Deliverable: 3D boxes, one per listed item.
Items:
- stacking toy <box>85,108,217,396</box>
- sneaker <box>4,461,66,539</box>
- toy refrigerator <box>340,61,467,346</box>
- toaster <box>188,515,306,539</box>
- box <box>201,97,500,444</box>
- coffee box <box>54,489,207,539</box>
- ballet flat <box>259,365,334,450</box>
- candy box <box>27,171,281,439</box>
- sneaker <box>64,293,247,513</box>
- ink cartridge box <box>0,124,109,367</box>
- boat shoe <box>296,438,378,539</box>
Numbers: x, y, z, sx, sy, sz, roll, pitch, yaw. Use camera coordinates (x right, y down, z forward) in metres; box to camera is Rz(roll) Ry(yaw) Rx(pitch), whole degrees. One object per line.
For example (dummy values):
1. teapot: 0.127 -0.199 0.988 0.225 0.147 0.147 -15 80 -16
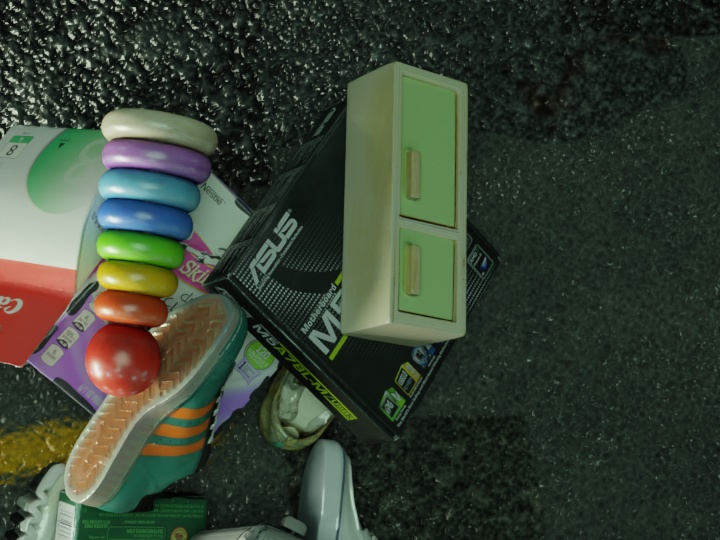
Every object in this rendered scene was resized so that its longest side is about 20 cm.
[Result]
1. stacking toy: -0.157 -0.010 1.021 0.084 0.085 0.202 8 84 -3
2. sneaker: -0.255 0.255 1.148 0.080 0.075 0.202 14 88 -17
3. toy refrigerator: 0.036 -0.050 1.086 0.075 0.070 0.202 12 73 -35
4. toaster: -0.091 0.284 1.071 0.113 0.129 0.201 29 60 -19
5. box: 0.000 0.000 1.120 0.193 0.047 0.201 47 57 -22
6. coffee box: -0.190 0.278 1.131 0.122 0.044 0.202 7 86 -37
7. ballet flat: -0.017 0.060 1.170 0.070 0.071 0.201 31 85 -2
8. candy box: -0.145 0.035 1.128 0.200 0.071 0.168 -47 117 -3
9. sneaker: -0.138 0.103 1.069 0.080 0.072 0.200 24 113 -42
10. ink cartridge box: -0.262 -0.027 1.087 0.201 0.160 0.050 -56 136 -31
11. boat shoe: -0.015 0.239 1.165 0.065 0.073 0.202 2 91 -18
